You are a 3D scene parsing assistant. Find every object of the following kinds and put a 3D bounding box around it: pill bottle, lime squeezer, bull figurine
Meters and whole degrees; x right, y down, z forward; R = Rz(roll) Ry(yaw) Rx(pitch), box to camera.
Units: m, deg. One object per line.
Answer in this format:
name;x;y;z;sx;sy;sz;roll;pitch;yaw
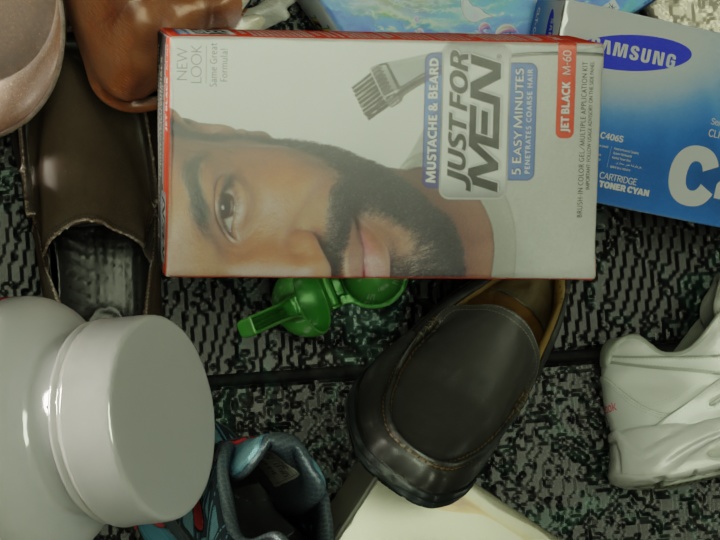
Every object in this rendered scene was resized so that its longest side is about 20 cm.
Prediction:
pill bottle;-0.173;0.073;1.131;0.200;0.120;0.120;-7;85;26
lime squeezer;0.000;0.000;1.234;0.200;0.071;0.038;-22;74;-39
bull figurine;-0.109;-0.175;1.172;0.121;0.065;0.200;-18;111;1

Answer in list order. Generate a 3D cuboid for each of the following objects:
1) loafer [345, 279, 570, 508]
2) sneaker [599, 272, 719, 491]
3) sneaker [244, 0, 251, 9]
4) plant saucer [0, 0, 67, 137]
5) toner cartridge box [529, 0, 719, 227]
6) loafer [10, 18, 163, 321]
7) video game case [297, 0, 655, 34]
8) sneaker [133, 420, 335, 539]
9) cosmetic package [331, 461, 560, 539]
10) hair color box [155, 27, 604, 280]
loafer;0.048;0.043;1.166;0.073;0.200;0.072;37;116;-2
sneaker;0.212;0.044;1.253;0.199;0.078;0.100;-12;83;-10
sneaker;-0.108;-0.214;1.237;0.070;0.082;0.200;-23;112;2
plant saucer;-0.213;-0.152;1.169;0.200;0.200;0.032;41;47;-3
toner cartridge box;0.176;-0.069;1.249;0.199;0.043;0.095;10;94;-16
loafer;-0.124;-0.028;1.213;0.073;0.071;0.201;-10;86;-8
video game case;0.057;-0.183;1.265;0.200;0.045;0.181;-34;90;-9
sneaker;-0.044;0.110;1.153;0.079;0.200;0.096;12;112;-24
cosmetic package;0.075;0.163;1.209;0.200;0.105;0.071;34;80;-5
hair color box;0.007;-0.054;1.158;0.199;0.064;0.111;0;98;-9
